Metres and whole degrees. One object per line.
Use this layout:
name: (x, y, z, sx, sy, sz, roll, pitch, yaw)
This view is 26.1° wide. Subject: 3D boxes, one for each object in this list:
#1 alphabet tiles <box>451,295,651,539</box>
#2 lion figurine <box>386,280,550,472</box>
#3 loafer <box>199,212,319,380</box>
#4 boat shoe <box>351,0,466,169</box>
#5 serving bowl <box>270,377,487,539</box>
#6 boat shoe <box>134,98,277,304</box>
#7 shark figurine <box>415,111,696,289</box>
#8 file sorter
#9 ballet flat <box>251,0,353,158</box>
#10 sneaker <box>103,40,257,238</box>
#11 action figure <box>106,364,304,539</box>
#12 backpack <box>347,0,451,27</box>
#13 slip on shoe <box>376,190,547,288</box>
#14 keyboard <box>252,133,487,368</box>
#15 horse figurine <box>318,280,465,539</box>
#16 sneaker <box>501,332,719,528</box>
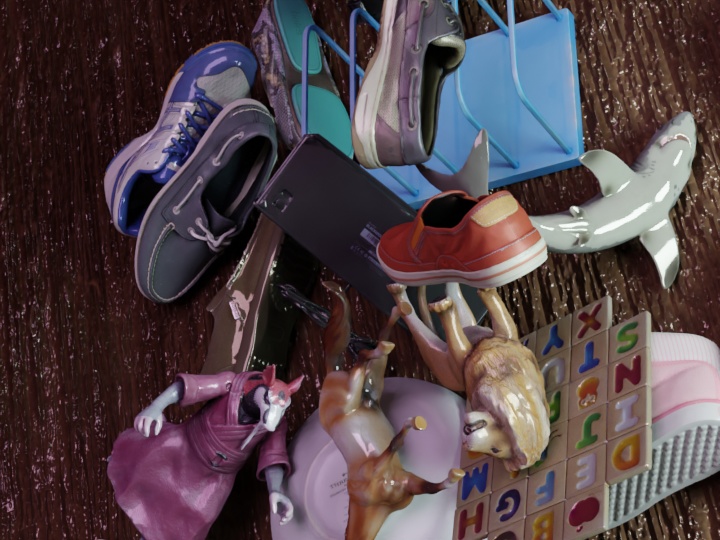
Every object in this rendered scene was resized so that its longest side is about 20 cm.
alphabet tiles: (0.131, 0.111, 1.071, 0.165, 0.006, 0.202, -29, 35, 34)
lion figurine: (0.081, 0.064, 1.114, 0.072, 0.124, 0.200, -23, 12, -3)
loafer: (-0.089, 0.026, 1.291, 0.067, 0.076, 0.203, 9, 73, 28)
boat shoe: (0.047, -0.167, 1.146, 0.064, 0.072, 0.202, 9, 71, 22)
serving bowl: (0.009, 0.171, 1.169, 0.198, 0.066, 0.203, -13, 63, 27)
boat shoe: (-0.132, -0.051, 1.333, 0.201, 0.072, 0.062, -58, 31, 13)
shark figurine: (0.153, -0.042, 1.153, 0.089, 0.211, 0.130, 168, 95, -72)
file sorter: (0.062, -0.148, 1.245, 0.198, 0.122, 0.141, -14, 61, 27)
ballet flat: (-0.054, -0.151, 1.365, 0.071, 0.072, 0.202, -28, 56, 19)
sneaker: (-0.154, -0.110, 1.377, 0.201, 0.075, 0.089, -51, 29, 22)
action figure: (-0.105, 0.136, 1.211, 0.134, 0.149, 0.200, 46, 117, -4)
backpack: (0.058, -0.327, 1.292, 0.198, 0.184, 0.148, -20, 33, 8)
slip on shoe: (0.064, -0.027, 1.093, 0.074, 0.062, 0.200, -29, 11, -18)
keyboard: (0.000, 0.000, 1.212, 0.199, 0.021, 0.128, 39, 93, 2)
horse figurine: (0.008, 0.109, 1.108, 0.133, 0.049, 0.202, -50, 50, 45)
sneaker: (0.177, 0.112, 1.090, 0.199, 0.075, 0.106, -30, 37, 30)
